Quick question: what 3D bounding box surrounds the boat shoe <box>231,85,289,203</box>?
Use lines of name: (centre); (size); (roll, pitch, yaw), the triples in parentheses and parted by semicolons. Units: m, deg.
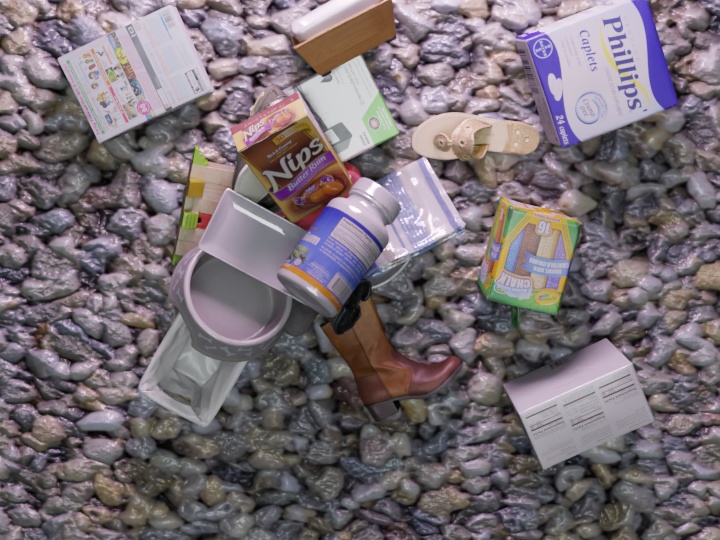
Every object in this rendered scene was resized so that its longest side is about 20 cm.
boat shoe: (-0.154, -0.189, 1.553); (0.072, 0.060, 0.202); (-4, 135, -39)

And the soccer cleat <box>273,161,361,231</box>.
soccer cleat: (-0.085, -0.106, 1.642); (0.200, 0.077, 0.067); (-35, 120, 6)

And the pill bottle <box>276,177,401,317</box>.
pill bottle: (-0.027, -0.039, 1.527); (0.112, 0.112, 0.200); (38, 77, -9)

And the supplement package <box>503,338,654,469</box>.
supplement package: (0.362, 0.221, 1.691); (0.199, 0.156, 0.111); (-24, 101, 3)

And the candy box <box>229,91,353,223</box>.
candy box: (-0.099, -0.165, 1.512); (0.116, 0.057, 0.200); (-27, 143, 6)

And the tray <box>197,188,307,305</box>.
tray: (-0.145, -0.034, 1.566); (0.199, 0.022, 0.108); (29, 72, -13)

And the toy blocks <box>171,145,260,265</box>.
toy blocks: (-0.223, -0.092, 1.645); (0.136, 0.100, 0.201); (10, 104, -15)

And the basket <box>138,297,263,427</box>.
basket: (-0.258, 0.131, 1.668); (0.135, 0.123, 0.201); (30, 100, -8)

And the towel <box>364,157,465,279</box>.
towel: (0.054, -0.084, 1.647); (0.199, 0.024, 0.147); (-27, 76, -2)

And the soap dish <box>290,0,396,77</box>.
soap dish: (-0.026, -0.367, 1.531); (0.157, 0.200, 0.082); (-27, 108, 4)

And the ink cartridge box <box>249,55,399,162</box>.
ink cartridge box: (-0.058, -0.241, 1.614); (0.199, 0.084, 0.146); (-27, 102, 5)

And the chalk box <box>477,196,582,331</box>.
chalk box: (0.268, -0.004, 1.656); (0.123, 0.124, 0.201); (13, 100, -5)

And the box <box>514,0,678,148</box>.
box: (0.373, -0.318, 1.602); (0.199, 0.105, 0.185); (-21, 103, 2)

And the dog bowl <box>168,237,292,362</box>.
dog bowl: (-0.196, 0.039, 1.570); (0.199, 0.059, 0.201); (9, 69, -23)

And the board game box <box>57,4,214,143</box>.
board game box: (-0.354, -0.310, 1.601); (0.199, 0.064, 0.148); (-24, 101, 2)

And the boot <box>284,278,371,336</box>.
boot: (-0.062, 0.061, 1.633); (0.069, 0.132, 0.201); (-2, 131, -35)

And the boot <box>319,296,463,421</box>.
boot: (0.056, 0.130, 1.723); (0.188, 0.068, 0.201); (-27, 94, 12)

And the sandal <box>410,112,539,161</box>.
sandal: (0.189, -0.215, 1.635); (0.210, 0.070, 0.078); (0, 102, -2)

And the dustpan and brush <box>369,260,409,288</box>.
dustpan and brush: (0.000, 0.000, 1.680); (0.139, 0.057, 0.201); (25, 100, -7)
